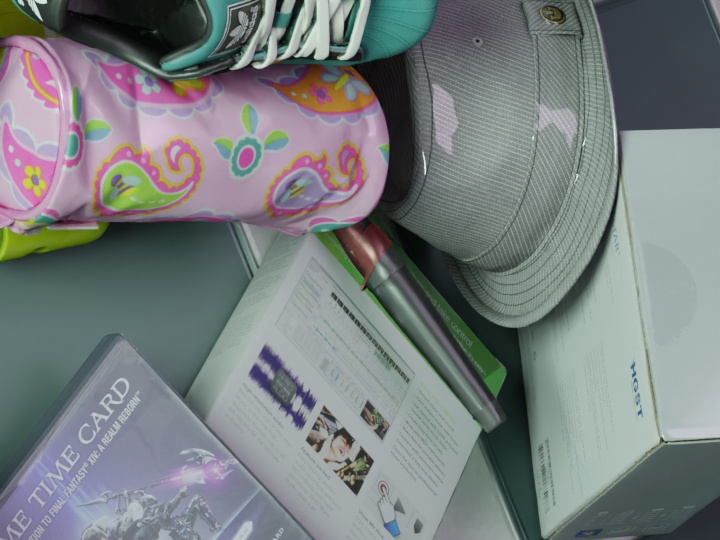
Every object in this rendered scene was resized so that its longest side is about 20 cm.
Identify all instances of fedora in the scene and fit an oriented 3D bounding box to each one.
[{"bbox_3d":[0.046,-0.077,1.233,0.090,0.177,0.201,8,56,-24],"label":"fedora"}]

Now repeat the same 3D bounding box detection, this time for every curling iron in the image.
[{"bbox_3d":[0.000,0.000,1.186,0.200,0.026,0.050,49,54,-5],"label":"curling iron"}]

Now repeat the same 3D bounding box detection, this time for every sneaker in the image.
[{"bbox_3d":[-0.052,-0.108,1.022,0.199,0.072,0.080,3,29,-24],"label":"sneaker"}]

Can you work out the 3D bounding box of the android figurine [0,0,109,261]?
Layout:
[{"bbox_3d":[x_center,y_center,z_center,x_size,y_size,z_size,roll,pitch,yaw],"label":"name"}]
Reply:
[{"bbox_3d":[-0.162,-0.094,1.094,0.199,0.041,0.183,-12,83,-48],"label":"android figurine"}]

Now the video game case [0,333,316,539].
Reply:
[{"bbox_3d":[-0.081,0.147,1.069,0.200,0.019,0.143,48,59,-21],"label":"video game case"}]

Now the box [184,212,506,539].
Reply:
[{"bbox_3d":[-0.011,0.071,1.196,0.145,0.036,0.200,49,45,-21],"label":"box"}]

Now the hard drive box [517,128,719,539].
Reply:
[{"bbox_3d":[0.144,0.037,1.250,0.076,0.200,0.157,-2,72,-13],"label":"hard drive box"}]

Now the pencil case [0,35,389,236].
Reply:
[{"bbox_3d":[-0.081,-0.056,1.073,0.199,0.087,0.088,-1,75,-44],"label":"pencil case"}]
